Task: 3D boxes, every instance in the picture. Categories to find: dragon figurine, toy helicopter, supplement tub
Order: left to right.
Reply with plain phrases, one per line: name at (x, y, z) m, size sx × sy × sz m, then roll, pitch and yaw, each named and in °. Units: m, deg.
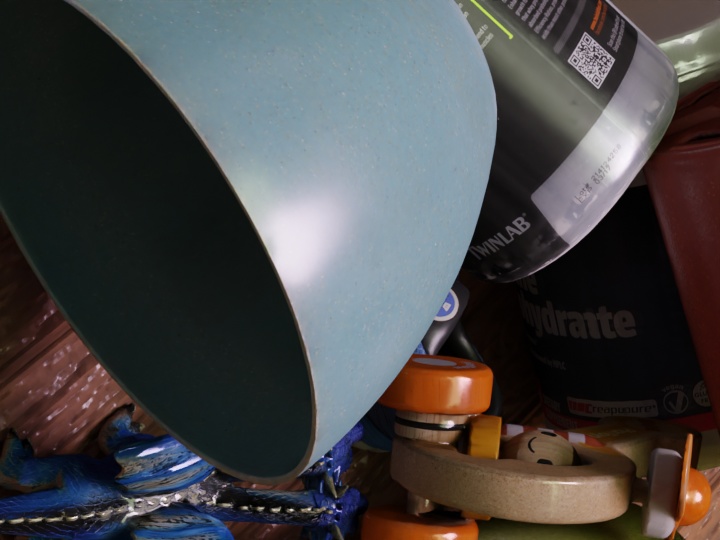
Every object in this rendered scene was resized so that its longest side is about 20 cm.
dragon figurine at (-0.083, 0.088, 0.904) m, size 0.199 × 0.099 × 0.059 m, roll -10°, pitch 99°, yaw -47°
supplement tub at (0.020, -0.100, 0.963) m, size 0.200 × 0.122 × 0.123 m, roll 42°, pitch 59°, yaw -14°
toy helicopter at (0.096, 0.078, 0.978) m, size 0.200 × 0.132 × 0.079 m, roll -3°, pitch 99°, yaw -60°
supplement tub at (0.137, -0.019, 1.115) m, size 0.140 × 0.140 × 0.201 m, roll -29°, pitch 112°, yaw -43°

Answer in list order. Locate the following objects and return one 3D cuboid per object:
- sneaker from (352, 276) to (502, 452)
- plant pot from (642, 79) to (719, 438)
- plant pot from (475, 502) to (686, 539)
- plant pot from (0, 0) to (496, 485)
sneaker at (0.000, 0.000, 1.001) m, size 0.200 × 0.089 × 0.079 m, roll 52°, pitch 55°, yaw -34°
plant pot at (0.215, 0.009, 0.984) m, size 0.200 × 0.200 × 0.196 m, roll -33°, pitch 105°, yaw -42°
plant pot at (0.024, 0.185, 0.991) m, size 0.199 × 0.187 × 0.188 m, roll 6°, pitch 87°, yaw -33°
plant pot at (-0.032, -0.046, 0.838) m, size 0.135 × 0.200 × 0.201 m, roll -35°, pitch 118°, yaw -25°
